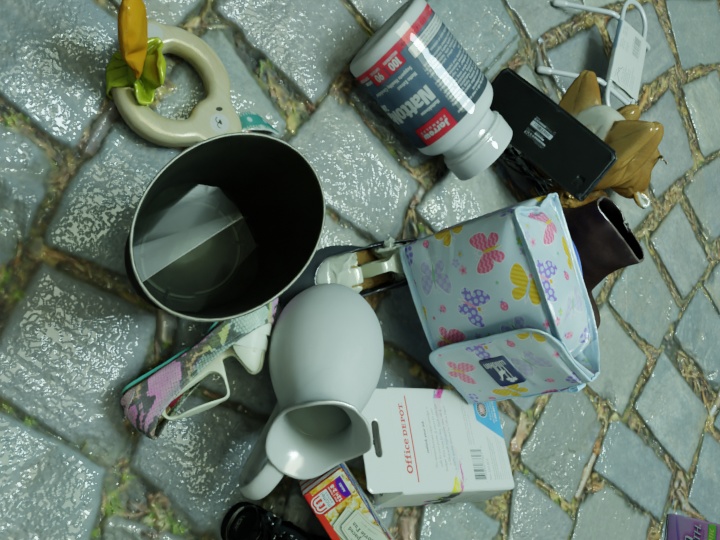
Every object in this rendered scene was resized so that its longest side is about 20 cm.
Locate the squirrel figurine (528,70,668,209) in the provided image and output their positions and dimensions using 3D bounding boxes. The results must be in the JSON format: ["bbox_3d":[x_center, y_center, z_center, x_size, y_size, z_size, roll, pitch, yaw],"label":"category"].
[{"bbox_3d":[0.337,-0.138,0.981,0.185,0.142,0.202,21,110,-50],"label":"squirrel figurine"}]

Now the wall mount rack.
[{"bbox_3d":[0.357,-0.319,1.041,0.171,0.074,0.205,25,72,-28],"label":"wall mount rack"}]

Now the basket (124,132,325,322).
[{"bbox_3d":[-0.147,-0.024,0.641,0.179,0.199,0.138,-38,101,-28],"label":"basket"}]

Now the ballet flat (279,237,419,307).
[{"bbox_3d":[0.000,0.000,0.797,0.195,0.073,0.075,-13,90,-30],"label":"ballet flat"}]

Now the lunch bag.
[{"bbox_3d":[0.154,0.042,0.756,0.126,0.167,0.205,-22,95,-47],"label":"lunch bag"}]

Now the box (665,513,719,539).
[{"bbox_3d":[0.574,0.428,0.994,0.172,0.199,0.100,19,75,-25],"label":"box"}]

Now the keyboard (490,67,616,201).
[{"bbox_3d":[0.234,-0.170,0.922,0.105,0.039,0.200,-48,68,10],"label":"keyboard"}]

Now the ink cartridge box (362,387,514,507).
[{"bbox_3d":[0.071,0.202,0.795,0.195,0.068,0.118,8,58,-29],"label":"ink cartridge box"}]

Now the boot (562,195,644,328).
[{"bbox_3d":[0.301,0.003,0.910,0.072,0.165,0.202,-42,104,-26],"label":"boot"}]

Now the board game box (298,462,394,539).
[{"bbox_3d":[0.001,0.269,0.715,0.046,0.151,0.203,-32,100,-7],"label":"board game box"}]

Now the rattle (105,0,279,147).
[{"bbox_3d":[-0.149,-0.184,0.700,0.198,0.142,0.132,36,50,-14],"label":"rattle"}]

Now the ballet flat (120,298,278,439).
[{"bbox_3d":[-0.142,0.090,0.687,0.199,0.069,0.071,-40,78,-13],"label":"ballet flat"}]

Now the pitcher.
[{"bbox_3d":[-0.054,0.117,0.696,0.121,0.171,0.202,41,25,-21],"label":"pitcher"}]

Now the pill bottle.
[{"bbox_3d":[0.092,-0.214,0.846,0.200,0.119,0.121,45,66,-17],"label":"pill bottle"}]

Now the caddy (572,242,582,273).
[{"bbox_3d":[0.218,0.040,0.876,0.102,0.141,0.207,-5,87,-24],"label":"caddy"}]

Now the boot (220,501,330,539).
[{"bbox_3d":[-0.045,0.300,0.680,0.197,0.161,0.074,40,69,-19],"label":"boot"}]
